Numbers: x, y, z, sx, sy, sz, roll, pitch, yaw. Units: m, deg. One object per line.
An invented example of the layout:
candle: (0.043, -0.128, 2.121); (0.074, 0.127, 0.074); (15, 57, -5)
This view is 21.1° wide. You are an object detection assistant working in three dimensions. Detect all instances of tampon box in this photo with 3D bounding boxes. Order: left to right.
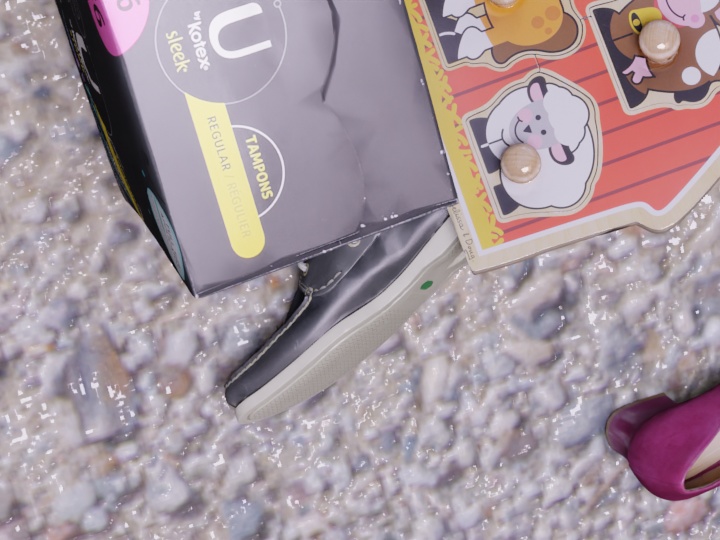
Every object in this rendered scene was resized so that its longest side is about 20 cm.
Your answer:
tampon box: (-0.058, -0.097, 0.883); (0.126, 0.200, 0.150); (-20, 107, -10)

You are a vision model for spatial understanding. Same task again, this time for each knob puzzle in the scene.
knob puzzle: (0.118, -0.114, 0.951); (0.219, 0.030, 0.220); (-2, 78, 7)

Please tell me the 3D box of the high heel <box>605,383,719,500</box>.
high heel: (0.237, 0.072, 1.059); (0.199, 0.096, 0.068); (-15, 106, -11)

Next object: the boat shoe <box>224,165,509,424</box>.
boat shoe: (0.000, 0.000, 1.004); (0.200, 0.072, 0.068); (-45, 74, 6)
